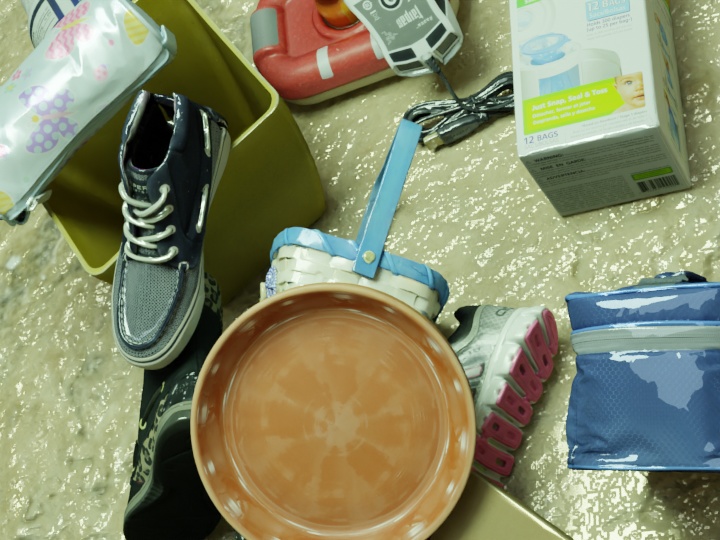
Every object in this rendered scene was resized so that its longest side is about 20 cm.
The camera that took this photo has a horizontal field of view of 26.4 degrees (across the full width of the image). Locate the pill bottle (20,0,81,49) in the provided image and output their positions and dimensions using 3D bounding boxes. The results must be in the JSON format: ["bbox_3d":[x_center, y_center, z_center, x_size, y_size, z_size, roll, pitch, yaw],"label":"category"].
[{"bbox_3d":[-0.244,-0.215,1.443,0.116,0.116,0.200,-39,54,6],"label":"pill bottle"}]

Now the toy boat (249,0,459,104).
[{"bbox_3d":[-0.017,-0.238,1.323,0.199,0.131,0.131,-19,59,19],"label":"toy boat"}]

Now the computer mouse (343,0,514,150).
[{"bbox_3d":[0.047,-0.201,1.257,0.109,0.201,0.044,-26,17,20],"label":"computer mouse"}]

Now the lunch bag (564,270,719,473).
[{"bbox_3d":[0.219,0.066,1.009,0.135,0.200,0.133,-2,83,25],"label":"lunch bag"}]

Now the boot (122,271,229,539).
[{"bbox_3d":[-0.142,0.114,1.203,0.073,0.204,0.155,5,51,-15],"label":"boot"}]

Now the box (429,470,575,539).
[{"bbox_3d":[0.112,0.258,1.044,0.199,0.021,0.164,33,98,33],"label":"box"}]

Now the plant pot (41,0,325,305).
[{"bbox_3d":[-0.144,-0.085,1.286,0.200,0.176,0.200,-43,53,3],"label":"plant pot"}]

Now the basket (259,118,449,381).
[{"bbox_3d":[0.000,0.000,1.161,0.138,0.176,0.201,22,72,1],"label":"basket"}]

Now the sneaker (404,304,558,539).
[{"bbox_3d":[0.071,0.109,1.140,0.087,0.074,0.201,18,76,40],"label":"sneaker"}]

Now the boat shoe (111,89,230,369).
[{"bbox_3d":[-0.151,-0.034,1.107,0.074,0.093,0.202,5,78,18],"label":"boat shoe"}]

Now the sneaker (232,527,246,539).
[{"bbox_3d":[-0.065,0.137,1.208,0.085,0.078,0.201,-2,50,-14],"label":"sneaker"}]

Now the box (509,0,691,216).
[{"bbox_3d":[0.184,-0.161,1.195,0.112,0.101,0.201,-11,61,22],"label":"box"}]

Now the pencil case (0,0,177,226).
[{"bbox_3d":[-0.234,-0.130,1.196,0.200,0.083,0.091,-48,52,-2],"label":"pencil case"}]

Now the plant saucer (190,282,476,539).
[{"bbox_3d":[-0.018,0.108,1.068,0.199,0.032,0.202,1,98,7],"label":"plant saucer"}]
